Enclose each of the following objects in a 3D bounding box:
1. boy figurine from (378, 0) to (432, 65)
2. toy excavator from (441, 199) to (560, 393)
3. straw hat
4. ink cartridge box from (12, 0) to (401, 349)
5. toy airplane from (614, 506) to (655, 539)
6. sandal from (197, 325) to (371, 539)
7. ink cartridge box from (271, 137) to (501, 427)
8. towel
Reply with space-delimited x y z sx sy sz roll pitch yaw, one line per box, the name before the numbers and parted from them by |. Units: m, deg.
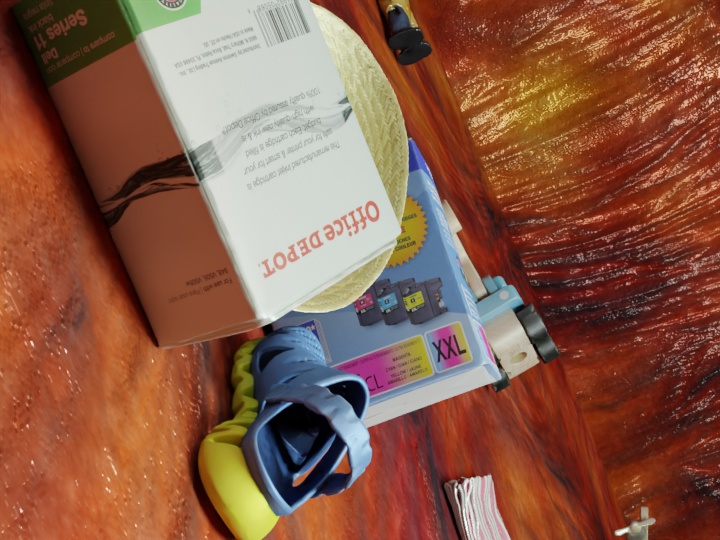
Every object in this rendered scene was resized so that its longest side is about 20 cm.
boy figurine | 0.065 -0.415 2.234 0.125 0.064 0.201 53 22 -46
toy excavator | 0.152 0.029 1.801 0.201 0.099 0.195 61 3 34
straw hat | -0.065 -0.067 0.898 0.200 0.085 0.203 10 74 -38
ink cartridge box | -0.077 -0.077 0.765 0.146 0.083 0.202 -30 100 -51
toy airplane | 0.442 0.498 2.219 0.200 0.140 0.201 -105 -152 -70
sandal | -0.031 0.084 0.811 0.080 0.086 0.200 63 11 -18
ink cartridge box | 0.000 0.000 0.978 0.076 0.135 0.202 51 20 -71
towel | 0.135 0.272 1.389 0.200 0.030 0.148 26 45 -74
